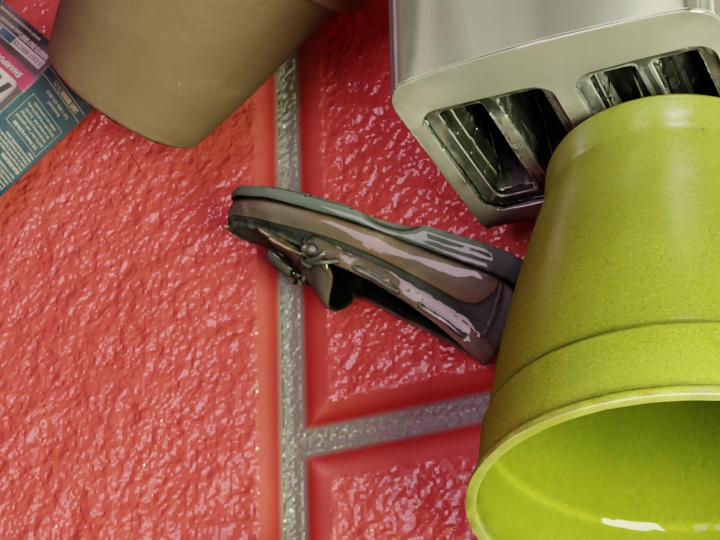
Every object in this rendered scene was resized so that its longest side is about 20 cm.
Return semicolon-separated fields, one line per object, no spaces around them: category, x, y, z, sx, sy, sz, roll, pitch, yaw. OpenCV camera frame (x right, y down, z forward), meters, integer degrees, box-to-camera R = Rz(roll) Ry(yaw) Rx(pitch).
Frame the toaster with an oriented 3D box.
toaster;0.119;-0.121;0.854;0.179;0.200;0.120;-12;58;22

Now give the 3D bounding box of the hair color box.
hair color box;-0.284;-0.085;1.109;0.200;0.061;0.100;-45;56;-10

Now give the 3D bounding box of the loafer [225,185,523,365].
loafer;0.000;0.000;0.939;0.198;0.072;0.064;15;80;30

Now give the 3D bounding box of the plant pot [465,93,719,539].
plant pot;0.153;0.028;0.785;0.198;0.201;0.195;-11;52;23

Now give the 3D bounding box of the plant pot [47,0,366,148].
plant pot;-0.106;-0.179;1.021;0.175;0.199;0.200;-54;53;17
